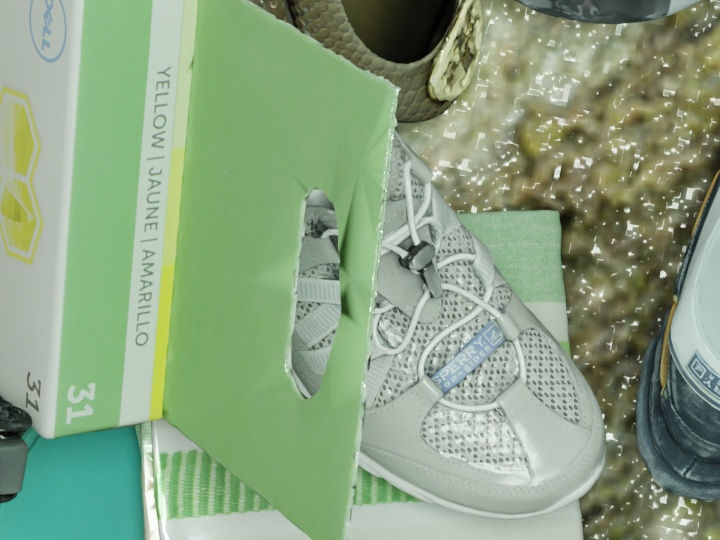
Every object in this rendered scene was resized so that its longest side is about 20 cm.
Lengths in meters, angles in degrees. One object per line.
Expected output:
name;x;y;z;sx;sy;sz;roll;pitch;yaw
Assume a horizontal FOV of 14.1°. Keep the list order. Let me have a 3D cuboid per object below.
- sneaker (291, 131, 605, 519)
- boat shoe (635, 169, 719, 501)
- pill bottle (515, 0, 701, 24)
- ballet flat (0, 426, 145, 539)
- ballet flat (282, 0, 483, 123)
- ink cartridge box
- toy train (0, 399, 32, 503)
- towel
sneaker;0.000;0.000;0.900;0.200;0.082;0.075;43;71;-2
boat shoe;0.143;-0.021;0.945;0.071;0.091;0.200;29;59;5
pill bottle;0.082;-0.176;0.883;0.106;0.200;0.106;1;55;-2
ballet flat;-0.118;0.108;0.935;0.072;0.072;0.200;22;66;5
ballet flat;0.000;-0.104;0.894;0.046;0.200;0.067;6;65;27
ink cartridge box;-0.067;-0.018;0.847;0.048;0.200;0.146;-8;117;-30
toy train;-0.163;0.024;0.905;0.046;0.200;0.034;0;110;-35
towel;-0.001;0.083;0.943;0.152;0.023;0.200;-2;82;-15
